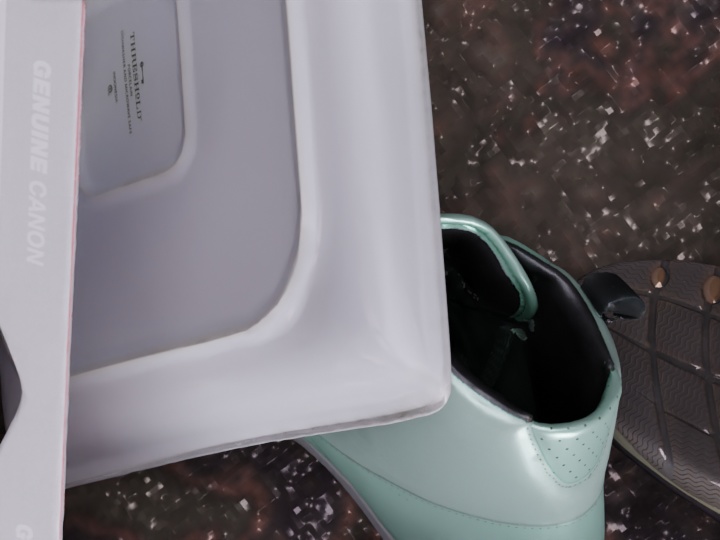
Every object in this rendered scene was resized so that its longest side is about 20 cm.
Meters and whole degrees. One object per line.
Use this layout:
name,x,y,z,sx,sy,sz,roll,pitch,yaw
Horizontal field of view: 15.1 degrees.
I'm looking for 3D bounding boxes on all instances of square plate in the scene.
square plate,-0.054,-0.048,0.745,0.028,0.198,0.201,3,79,-39

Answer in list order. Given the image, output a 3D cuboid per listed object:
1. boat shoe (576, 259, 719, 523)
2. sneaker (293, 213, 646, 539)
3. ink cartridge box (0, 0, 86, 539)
boat shoe,0.140,0.069,0.782,0.200,0.073,0.075,30,60,12
sneaker,0.001,0.000,0.753,0.074,0.118,0.200,-33,63,-29
ink cartridge box,-0.153,0.015,0.673,0.175,0.045,0.201,7,108,5
